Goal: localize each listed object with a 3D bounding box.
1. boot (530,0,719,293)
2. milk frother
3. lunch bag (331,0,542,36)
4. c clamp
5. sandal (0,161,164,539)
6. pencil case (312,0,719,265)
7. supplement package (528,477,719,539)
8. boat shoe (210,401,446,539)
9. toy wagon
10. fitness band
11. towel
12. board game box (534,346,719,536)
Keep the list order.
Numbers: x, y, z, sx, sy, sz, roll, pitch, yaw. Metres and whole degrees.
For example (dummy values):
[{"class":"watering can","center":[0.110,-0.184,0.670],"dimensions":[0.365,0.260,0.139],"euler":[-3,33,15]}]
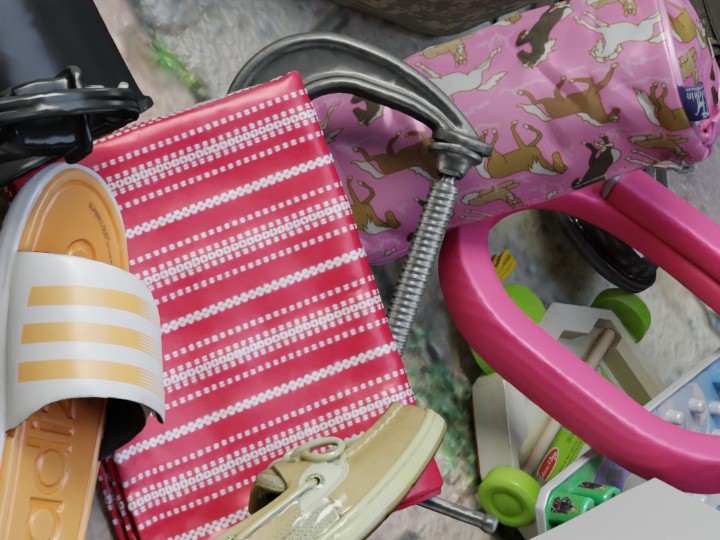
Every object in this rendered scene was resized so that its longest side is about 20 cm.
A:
[{"class":"boot","center":[0.171,-0.105,1.393],"dimensions":[0.069,0.174,0.200],"euler":[13,60,-45]},{"class":"milk frother","center":[-0.165,-0.121,1.043],"dimensions":[0.180,0.200,0.188],"euler":[-33,100,-43]},{"class":"lunch bag","center":[0.042,-0.190,1.306],"dimensions":[0.200,0.164,0.118],"euler":[29,60,-37]},{"class":"c clamp","center":[0.000,0.000,1.219],"dimensions":[0.171,0.027,0.200],"euler":[13,90,0]},{"class":"sandal","center":[-0.110,0.061,1.105],"dimensions":[0.079,0.059,0.207],"euler":[11,84,-56]},{"class":"pencil case","center":[0.067,-0.067,1.267],"dimensions":[0.083,0.200,0.087],"euler":[50,29,-52]},{"class":"supplement package","center":[0.138,0.218,1.232],"dimensions":[0.120,0.121,0.200],"euler":[-23,115,-24]},{"class":"boat shoe","center":[-0.047,0.113,1.122],"dimensions":[0.201,0.073,0.063],"euler":[-41,86,-20]},{"class":"toy wagon","center":[0.108,0.076,1.376],"dimensions":[0.200,0.040,0.155],"euler":[53,45,-18]},{"class":"fitness band","center":[0.132,0.023,1.318],"dimensions":[0.200,0.037,0.144],"euler":[37,48,9]},{"class":"towel","center":[-0.058,0.029,1.179],"dimensions":[0.144,0.022,0.200],"euler":[-19,91,-15]},{"class":"board game box","center":[0.161,0.161,1.361],"dimensions":[0.200,0.026,0.200],"euler":[-32,121,-47]}]
